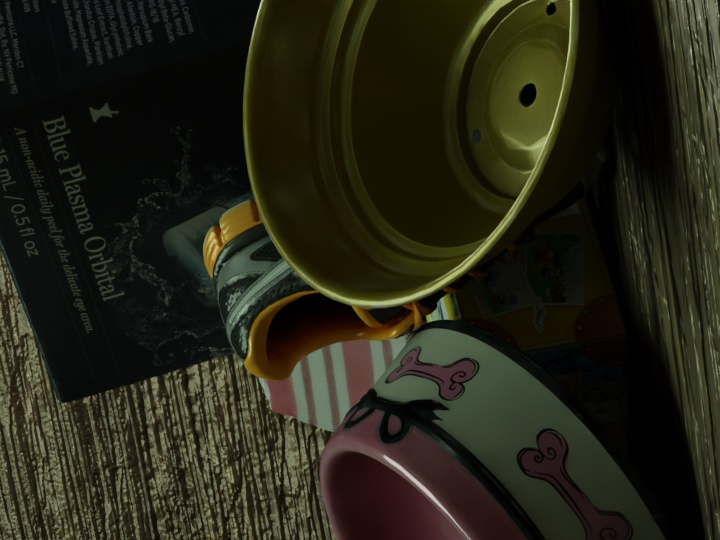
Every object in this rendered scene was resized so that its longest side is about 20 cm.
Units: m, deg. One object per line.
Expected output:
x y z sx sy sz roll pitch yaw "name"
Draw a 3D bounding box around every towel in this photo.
0.031 0.063 1.391 0.146 0.200 0.030 85 -154 -60 "towel"

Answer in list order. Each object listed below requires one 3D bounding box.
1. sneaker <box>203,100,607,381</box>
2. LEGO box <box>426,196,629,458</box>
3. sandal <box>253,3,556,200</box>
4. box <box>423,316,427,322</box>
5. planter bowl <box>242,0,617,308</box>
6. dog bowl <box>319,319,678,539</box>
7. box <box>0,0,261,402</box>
0.022 -0.010 1.100 0.078 0.200 0.077 41 -147 -44 "sneaker"
0.074 0.009 1.215 0.149 0.077 0.200 83 176 -49 "LEGO box"
0.030 -0.060 1.126 0.200 0.076 0.043 -45 37 32 "sandal"
0.000 0.000 1.405 0.070 0.200 0.064 102 -166 -63 "box"
0.045 -0.078 1.006 0.200 0.083 0.200 -14 71 47 "planter bowl"
0.060 0.125 1.090 0.200 0.074 0.200 45 157 26 "dog bowl"
-0.088 -0.062 1.217 0.117 0.200 0.197 -110 4 -46 "box"
